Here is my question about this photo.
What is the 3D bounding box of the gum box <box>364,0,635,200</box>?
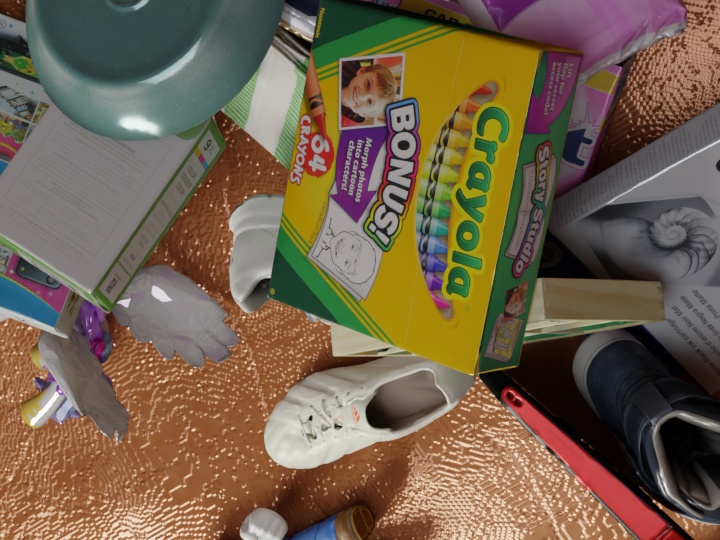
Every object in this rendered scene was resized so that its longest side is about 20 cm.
[{"bbox_3d":[0.079,-0.135,1.266,0.199,0.066,0.114,22,119,10],"label":"gum box"}]

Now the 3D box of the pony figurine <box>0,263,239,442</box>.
[{"bbox_3d":[-0.220,0.041,1.421,0.193,0.166,0.200,51,135,3],"label":"pony figurine"}]

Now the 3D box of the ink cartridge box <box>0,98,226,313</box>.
[{"bbox_3d":[-0.164,-0.084,1.257,0.104,0.059,0.201,31,81,14],"label":"ink cartridge box"}]

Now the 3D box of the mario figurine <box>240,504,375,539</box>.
[{"bbox_3d":[-0.075,0.265,1.473,0.199,0.106,0.124,-23,69,19],"label":"mario figurine"}]

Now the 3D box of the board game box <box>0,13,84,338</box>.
[{"bbox_3d":[-0.246,-0.071,1.321,0.147,0.064,0.201,20,82,2],"label":"board game box"}]

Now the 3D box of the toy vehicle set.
[{"bbox_3d":[0.090,0.033,1.235,0.199,0.124,0.027,-13,79,47],"label":"toy vehicle set"}]

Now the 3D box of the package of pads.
[{"bbox_3d":[0.110,-0.211,1.171,0.120,0.076,0.201,-30,83,1],"label":"package of pads"}]

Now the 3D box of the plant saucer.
[{"bbox_3d":[-0.146,-0.187,1.209,0.199,0.036,0.201,-4,78,22],"label":"plant saucer"}]

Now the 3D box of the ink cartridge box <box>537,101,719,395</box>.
[{"bbox_3d":[0.222,0.002,1.249,0.199,0.041,0.199,-30,123,29],"label":"ink cartridge box"}]

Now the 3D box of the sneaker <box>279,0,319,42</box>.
[{"bbox_3d":[-0.055,-0.241,1.240,0.200,0.070,0.109,42,104,19],"label":"sneaker"}]

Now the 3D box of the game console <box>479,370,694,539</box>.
[{"bbox_3d":[0.158,0.132,1.290,0.031,0.200,0.177,-44,91,0],"label":"game console"}]

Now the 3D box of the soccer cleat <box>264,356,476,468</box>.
[{"bbox_3d":[-0.001,0.106,1.394,0.199,0.078,0.070,-27,102,28],"label":"soccer cleat"}]

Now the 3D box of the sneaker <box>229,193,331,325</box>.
[{"bbox_3d":[0.000,0.000,1.297,0.199,0.088,0.075,1,151,13],"label":"sneaker"}]

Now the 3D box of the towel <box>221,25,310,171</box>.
[{"bbox_3d":[-0.070,-0.130,1.290,0.200,0.023,0.153,40,155,9],"label":"towel"}]

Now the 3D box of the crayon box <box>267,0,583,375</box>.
[{"bbox_3d":[0.037,-0.056,1.143,0.172,0.058,0.201,19,104,37],"label":"crayon box"}]

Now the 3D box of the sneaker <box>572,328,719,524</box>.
[{"bbox_3d":[0.238,0.139,1.257,0.077,0.146,0.202,-46,121,0],"label":"sneaker"}]
